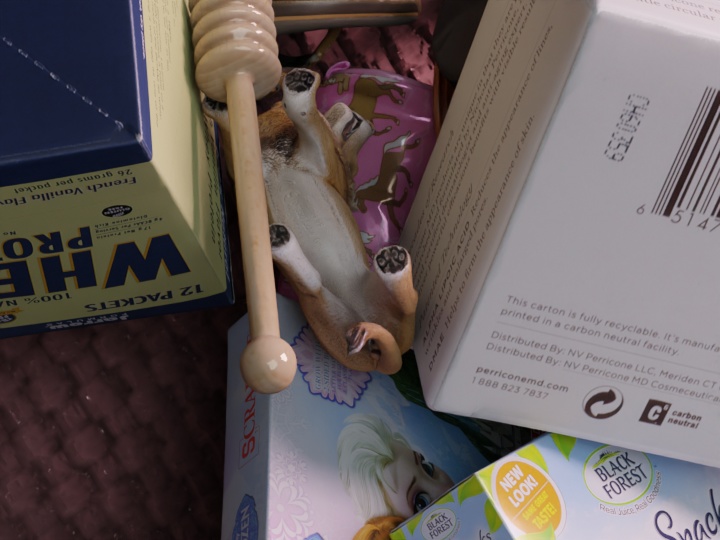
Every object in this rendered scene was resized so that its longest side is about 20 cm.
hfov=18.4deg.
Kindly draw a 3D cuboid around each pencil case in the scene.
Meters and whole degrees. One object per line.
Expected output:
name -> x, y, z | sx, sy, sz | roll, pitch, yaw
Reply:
pencil case -> 0.000, 0.000, 1.108 | 0.086, 0.082, 0.201 | 22, 75, -43

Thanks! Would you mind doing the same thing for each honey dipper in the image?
honey dipper -> -0.044, -0.037, 0.911 | 0.038, 0.038, 0.201 | 4, 54, -19

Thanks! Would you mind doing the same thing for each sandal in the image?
sandal -> -0.068, -0.108, 1.101 | 0.199, 0.082, 0.055 | -14, 111, -14

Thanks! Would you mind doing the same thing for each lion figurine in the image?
lion figurine -> -0.015, -0.011, 0.982 | 0.072, 0.123, 0.201 | -17, 52, 1

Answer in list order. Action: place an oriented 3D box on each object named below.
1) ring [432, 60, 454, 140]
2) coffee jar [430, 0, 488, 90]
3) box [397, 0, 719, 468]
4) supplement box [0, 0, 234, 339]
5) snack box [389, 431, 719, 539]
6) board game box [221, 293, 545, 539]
ring -> 0.112, -0.078, 1.148 | 0.200, 0.019, 0.202 | 6, 81, -43
coffee jar -> 0.129, -0.080, 1.080 | 0.200, 0.104, 0.086 | 39, 56, -34
box -> 0.141, -0.033, 0.962 | 0.198, 0.131, 0.201 | 13, 119, -14
supplement box -> -0.143, -0.098, 0.945 | 0.133, 0.200, 0.201 | -8, 71, 5
snack box -> 0.129, 0.162, 0.979 | 0.168, 0.068, 0.201 | -21, 75, -50
board game box -> 0.030, 0.131, 0.995 | 0.199, 0.041, 0.201 | 23, 47, -28
